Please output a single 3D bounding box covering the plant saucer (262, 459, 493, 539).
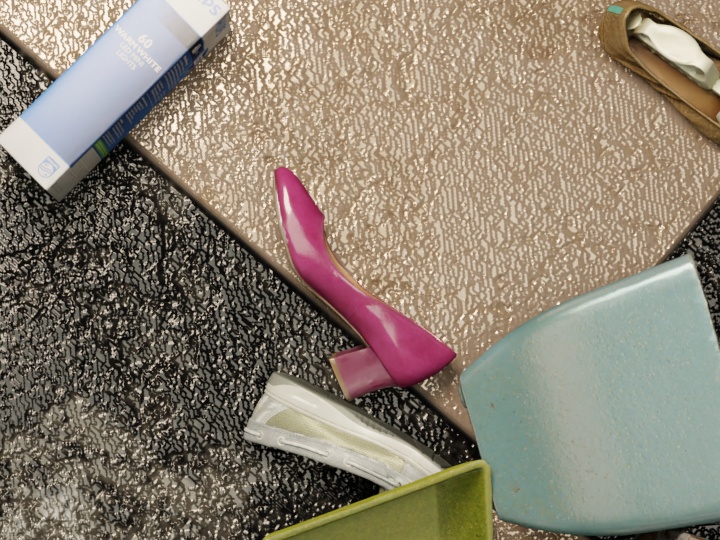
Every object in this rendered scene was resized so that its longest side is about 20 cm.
[{"bbox_3d":[0.007,0.249,1.593,0.200,0.048,0.200,-17,116,-28],"label":"plant saucer"}]

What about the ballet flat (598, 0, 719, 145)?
[{"bbox_3d":[0.280,-0.153,1.712,0.200,0.072,0.068,38,86,-1],"label":"ballet flat"}]

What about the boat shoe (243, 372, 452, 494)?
[{"bbox_3d":[0.006,0.152,1.686,0.202,0.074,0.065,29,92,3],"label":"boat shoe"}]

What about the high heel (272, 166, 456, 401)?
[{"bbox_3d":[0.000,0.000,1.693,0.096,0.067,0.200,-21,103,6],"label":"high heel"}]

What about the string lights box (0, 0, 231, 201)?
[{"bbox_3d":[-0.189,-0.147,1.674,0.059,0.103,0.200,44,85,0],"label":"string lights box"}]

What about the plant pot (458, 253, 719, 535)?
[{"bbox_3d":[0.188,0.109,1.643,0.200,0.196,0.196,-17,88,9],"label":"plant pot"}]

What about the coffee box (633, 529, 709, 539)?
[{"bbox_3d":[0.249,0.259,1.625,0.080,0.200,0.115,19,87,-1],"label":"coffee box"}]
